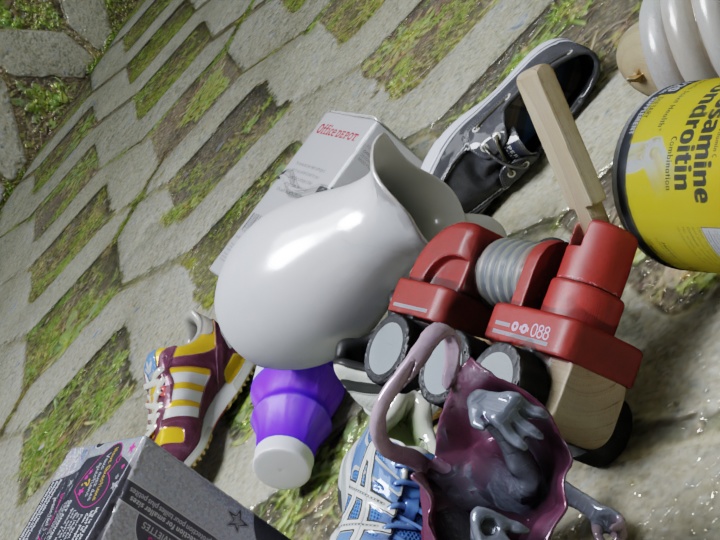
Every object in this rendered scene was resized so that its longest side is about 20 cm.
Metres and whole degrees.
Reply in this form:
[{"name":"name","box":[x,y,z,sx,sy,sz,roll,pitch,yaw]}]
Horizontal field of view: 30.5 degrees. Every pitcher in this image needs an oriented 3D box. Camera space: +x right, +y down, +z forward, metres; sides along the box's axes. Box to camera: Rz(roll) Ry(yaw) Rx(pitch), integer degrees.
[{"name":"pitcher","box":[0.000,0.000,1.008,0.199,0.171,0.122,-36,48,31]}]

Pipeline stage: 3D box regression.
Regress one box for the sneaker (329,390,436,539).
[{"name":"sneaker","box":[0.020,0.152,0.826,0.201,0.075,0.078,-97,25,-58]}]

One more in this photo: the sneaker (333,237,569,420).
[{"name":"sneaker","box":[0.064,0.036,0.929,0.200,0.088,0.076,-41,22,20]}]

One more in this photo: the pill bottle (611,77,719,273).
[{"name":"pill bottle","box":[0.234,-0.052,0.705,0.113,0.112,0.200,-56,22,-13]}]

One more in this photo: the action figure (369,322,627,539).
[{"name":"action figure","box":[0.053,0.141,0.707,0.134,0.149,0.200,-47,-12,-16]}]

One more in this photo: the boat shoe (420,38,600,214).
[{"name":"boat shoe","box":[0.123,-0.108,1.074,0.200,0.070,0.066,-45,20,-6]}]

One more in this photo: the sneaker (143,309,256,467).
[{"name":"sneaker","box":[-0.175,0.125,1.215,0.075,0.090,0.201,-37,16,42]}]

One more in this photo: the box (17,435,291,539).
[{"name":"box","box":[-0.115,0.214,0.845,0.114,0.200,0.133,-15,41,52]}]

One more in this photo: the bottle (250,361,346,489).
[{"name":"bottle","box":[-0.049,0.090,1.089,0.083,0.065,0.201,-33,28,29]}]

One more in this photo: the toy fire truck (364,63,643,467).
[{"name":"toy fire truck","box":[0.095,-0.007,0.802,0.176,0.128,0.202,12,80,59]}]

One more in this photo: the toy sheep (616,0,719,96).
[{"name":"toy sheep","box":[0.248,-0.161,0.828,0.199,0.138,0.139,-20,36,42]}]

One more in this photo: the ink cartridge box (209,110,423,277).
[{"name":"ink cartridge box","box":[-0.038,-0.046,1.255,0.201,0.084,0.144,-54,23,-5]}]
